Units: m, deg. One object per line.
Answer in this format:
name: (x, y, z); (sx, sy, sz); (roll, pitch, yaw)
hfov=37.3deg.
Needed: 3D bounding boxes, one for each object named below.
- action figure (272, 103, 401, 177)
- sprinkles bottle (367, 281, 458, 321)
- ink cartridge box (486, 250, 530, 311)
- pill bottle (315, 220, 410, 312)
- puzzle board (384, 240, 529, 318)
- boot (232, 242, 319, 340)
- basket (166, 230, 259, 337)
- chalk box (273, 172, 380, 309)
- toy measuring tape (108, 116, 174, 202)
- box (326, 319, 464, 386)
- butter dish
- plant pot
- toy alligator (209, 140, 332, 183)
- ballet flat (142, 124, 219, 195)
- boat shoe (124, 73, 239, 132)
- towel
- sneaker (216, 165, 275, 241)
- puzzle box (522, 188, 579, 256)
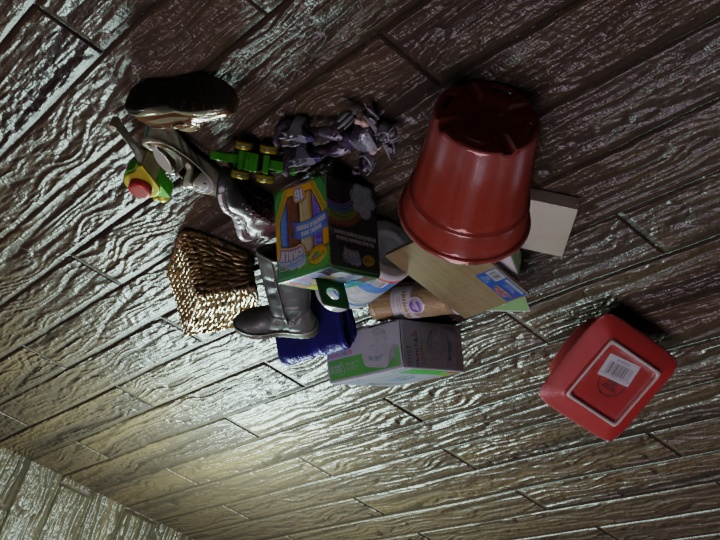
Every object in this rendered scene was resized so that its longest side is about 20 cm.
action figure: (-0.030, -0.195, 1.622); (0.199, 0.070, 0.130); (-3, 138, 23)
sprinkles bottle: (0.112, 0.052, 1.936); (0.199, 0.068, 0.068); (-7, 141, 33)
ink cartridge box: (0.198, -0.007, 1.777); (0.145, 0.048, 0.200); (0, 145, 25)
pill bottle: (0.000, 0.000, 1.865); (0.112, 0.113, 0.200); (28, 147, -19)
puzzle board: (0.160, 0.002, 1.754); (0.200, 0.017, 0.150); (37, 141, -26)
boot: (-0.164, 0.039, 1.934); (0.181, 0.073, 0.200); (-3, 139, 10)
basket: (-0.281, 0.016, 2.065); (0.142, 0.150, 0.200); (-10, 156, -23)
chalk box: (-0.053, -0.036, 1.723); (0.124, 0.201, 0.125); (-15, 161, 40)
toy measuring tape: (-0.385, -0.182, 1.802); (0.073, 0.074, 0.200); (-2, 144, 27)
box: (0.065, 0.159, 2.039); (0.199, 0.097, 0.176); (-17, 163, 42)
butter dish: (0.426, 0.168, 1.914); (0.200, 0.148, 0.200); (32, 104, -21)
plant pot: (0.164, -0.147, 1.509); (0.200, 0.201, 0.196); (13, 140, 4)
toy alligator: (-0.142, -0.173, 1.726); (0.199, 0.060, 0.054); (9, -167, -1)
ballet flat: (-0.295, -0.172, 1.780); (0.067, 0.063, 0.200); (-10, 140, 36)
boat shoe: (-0.268, -0.253, 1.643); (0.199, 0.076, 0.074); (6, 153, 31)
towel: (-0.090, 0.095, 2.044); (0.049, 0.148, 0.200); (1, 165, -44)
sneaker: (-0.169, -0.114, 1.816); (0.115, 0.076, 0.200); (3, 156, 12)
puzzle box: (0.238, -0.089, 1.702); (0.199, 0.026, 0.133); (13, 148, 6)
